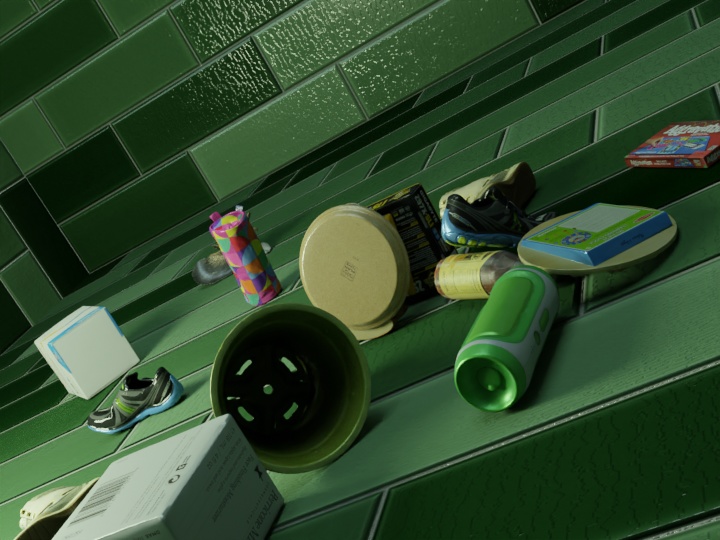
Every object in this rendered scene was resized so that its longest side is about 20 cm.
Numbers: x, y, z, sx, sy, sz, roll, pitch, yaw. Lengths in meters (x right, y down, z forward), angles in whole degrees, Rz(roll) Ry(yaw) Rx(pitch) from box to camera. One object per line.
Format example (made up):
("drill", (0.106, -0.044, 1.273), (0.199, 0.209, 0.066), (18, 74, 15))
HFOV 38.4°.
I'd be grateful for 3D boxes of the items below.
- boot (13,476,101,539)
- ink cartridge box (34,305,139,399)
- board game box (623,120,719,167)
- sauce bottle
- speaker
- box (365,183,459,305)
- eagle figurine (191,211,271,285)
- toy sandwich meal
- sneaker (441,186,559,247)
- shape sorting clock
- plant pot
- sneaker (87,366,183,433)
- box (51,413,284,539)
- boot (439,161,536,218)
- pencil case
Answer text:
("boot", (-0.459, 0.375, 1.498), (0.153, 0.073, 0.200), (-17, 16, 43))
("ink cartridge box", (-0.609, 0.178, 2.293), (0.144, 0.149, 0.199), (-38, 16, -24))
("board game box", (0.477, -0.184, 1.502), (0.102, 0.020, 0.200), (-34, 15, -12))
("sauce bottle", (0.182, 0.006, 1.401), (0.066, 0.067, 0.199), (-40, 20, -31))
("speaker", (0.168, 0.073, 1.168), (0.088, 0.089, 0.200), (-22, 18, 33))
("box", (0.043, -0.023, 1.587), (0.198, 0.161, 0.049), (-22, 16, 33))
("eagle figurine", (-0.322, -0.054, 2.570), (0.149, 0.153, 0.201), (5, -41, -27))
("toy sandwich meal", (0.000, 0.000, 1.537), (0.203, 0.208, 0.070), (-23, 0, 29))
("sneaker", (0.203, -0.074, 1.445), (0.196, 0.084, 0.070), (2, -2, -27))
("shape sorting clock", (0.295, -0.038, 1.295), (0.196, 0.040, 0.200), (-15, 18, 5))
("plant pot", (-0.106, 0.152, 1.324), (0.199, 0.202, 0.190), (-36, 3, -17))
("sneaker", (-0.407, 0.228, 1.845), (0.197, 0.083, 0.071), (-27, 15, 20))
("box", (-0.220, 0.292, 1.155), (0.198, 0.132, 0.199), (-24, 16, 24))
("boot", (0.191, -0.106, 1.722), (0.154, 0.074, 0.200), (-19, 18, 40))
("pencil case", (-0.231, -0.028, 2.080), (0.087, 0.202, 0.089), (-18, 28, 10))
